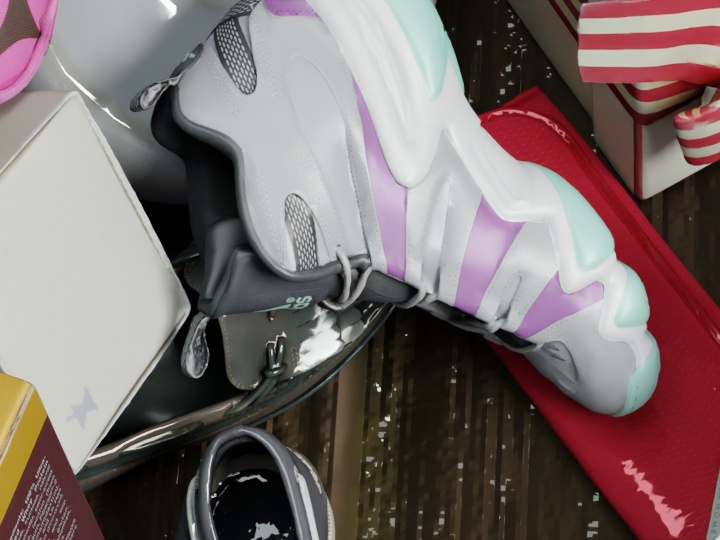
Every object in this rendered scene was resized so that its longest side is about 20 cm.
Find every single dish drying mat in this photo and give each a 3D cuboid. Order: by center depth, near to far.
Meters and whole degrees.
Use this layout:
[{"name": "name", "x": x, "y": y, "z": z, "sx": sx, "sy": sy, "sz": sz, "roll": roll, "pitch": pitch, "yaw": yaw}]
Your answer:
[{"name": "dish drying mat", "x": 0.089, "y": 0.021, "z": 1.068, "sx": 0.077, "sy": 0.018, "sz": 0.200, "roll": -32, "pitch": 64, "yaw": -9}]

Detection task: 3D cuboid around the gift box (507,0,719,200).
[{"name": "gift box", "x": 0.124, "y": -0.152, "z": 1.057, "sx": 0.184, "sy": 0.200, "sz": 0.187, "roll": -31, "pitch": 65, "yaw": -5}]

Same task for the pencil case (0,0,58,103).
[{"name": "pencil case", "x": -0.196, "y": -0.100, "z": 0.993, "sx": 0.199, "sy": 0.094, "sz": 0.091, "roll": 4, "pitch": 53, "yaw": 38}]

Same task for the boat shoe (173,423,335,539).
[{"name": "boat shoe", "x": -0.043, "y": 0.146, "z": 0.992, "sx": 0.072, "sy": 0.063, "sz": 0.201, "roll": -1, "pitch": 62, "yaw": 7}]

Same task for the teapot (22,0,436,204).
[{"name": "teapot", "x": -0.076, "y": -0.110, "z": 1.088, "sx": 0.199, "sy": 0.146, "sz": 0.198, "roll": -19, "pitch": 95, "yaw": -25}]

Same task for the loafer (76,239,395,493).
[{"name": "loafer", "x": -0.061, "y": 0.030, "z": 1.046, "sx": 0.199, "sy": 0.063, "sz": 0.072, "roll": -31, "pitch": 92, "yaw": -7}]

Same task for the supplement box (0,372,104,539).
[{"name": "supplement box", "x": -0.197, "y": 0.108, "z": 0.951, "sx": 0.196, "sy": 0.200, "sz": 0.133, "roll": 16, "pitch": 65, "yaw": 13}]

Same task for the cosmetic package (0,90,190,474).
[{"name": "cosmetic package", "x": -0.172, "y": 0.002, "z": 1.010, "sx": 0.199, "sy": 0.104, "sz": 0.087, "roll": 3, "pitch": 42, "yaw": 35}]

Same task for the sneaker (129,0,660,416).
[{"name": "sneaker", "x": 0.000, "y": 0.000, "z": 1.004, "sx": 0.140, "sy": 0.078, "sz": 0.200, "roll": -41, "pitch": 97, "yaw": -18}]
